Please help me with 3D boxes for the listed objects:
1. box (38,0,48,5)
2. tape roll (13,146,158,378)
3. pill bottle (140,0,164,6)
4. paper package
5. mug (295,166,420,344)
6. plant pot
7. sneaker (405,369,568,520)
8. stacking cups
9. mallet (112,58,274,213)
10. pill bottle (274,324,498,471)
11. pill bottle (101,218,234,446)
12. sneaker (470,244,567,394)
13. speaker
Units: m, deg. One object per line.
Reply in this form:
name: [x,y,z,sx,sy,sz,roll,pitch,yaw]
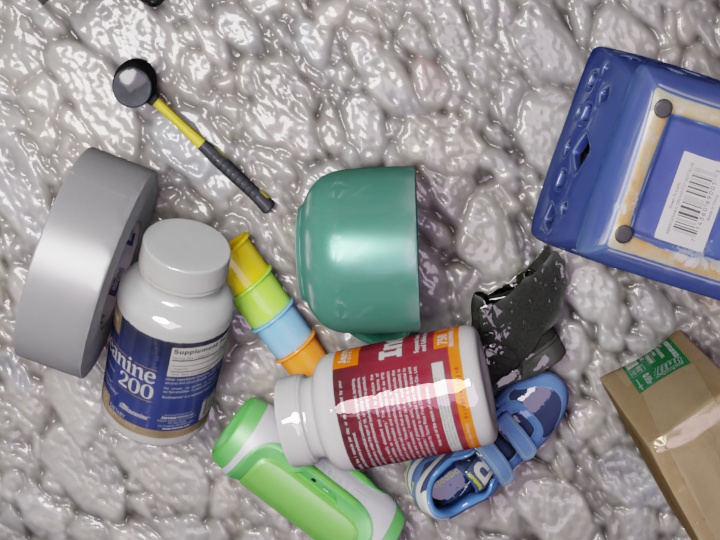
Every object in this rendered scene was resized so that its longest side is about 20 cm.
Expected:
box: [-0.252,-0.342,0.988,0.160,0.201,0.044,-40,136,8]
tape roll: [-0.250,-0.007,1.047,0.065,0.200,0.203,20,101,-5]
pill bottle: [-0.149,-0.343,1.024,0.199,0.112,0.112,-39,99,7]
paper package: [0.332,0.180,1.088,0.102,0.200,0.193,-29,101,6]
mug: [-0.001,-0.003,1.074,0.112,0.152,0.189,-2,102,3]
plant pot: [0.289,-0.083,1.046,0.196,0.180,0.203,17,101,-5]
sneaker: [0.133,0.182,1.149,0.199,0.082,0.074,-42,98,6]
stacking cups: [-0.073,0.057,1.135,0.060,0.061,0.201,-37,102,7]
mallet: [-0.159,-0.125,1.092,0.200,0.066,0.041,44,99,-9]
pill bottle: [0.024,0.124,1.070,0.196,0.113,0.115,-12,102,9]
pill bottle: [-0.180,0.057,1.074,0.109,0.112,0.203,15,123,-3]
sneaker: [0.128,0.067,1.139,0.197,0.060,0.106,-28,101,0]
speaker: [-0.052,0.217,1.153,0.199,0.089,0.089,39,99,-8]
